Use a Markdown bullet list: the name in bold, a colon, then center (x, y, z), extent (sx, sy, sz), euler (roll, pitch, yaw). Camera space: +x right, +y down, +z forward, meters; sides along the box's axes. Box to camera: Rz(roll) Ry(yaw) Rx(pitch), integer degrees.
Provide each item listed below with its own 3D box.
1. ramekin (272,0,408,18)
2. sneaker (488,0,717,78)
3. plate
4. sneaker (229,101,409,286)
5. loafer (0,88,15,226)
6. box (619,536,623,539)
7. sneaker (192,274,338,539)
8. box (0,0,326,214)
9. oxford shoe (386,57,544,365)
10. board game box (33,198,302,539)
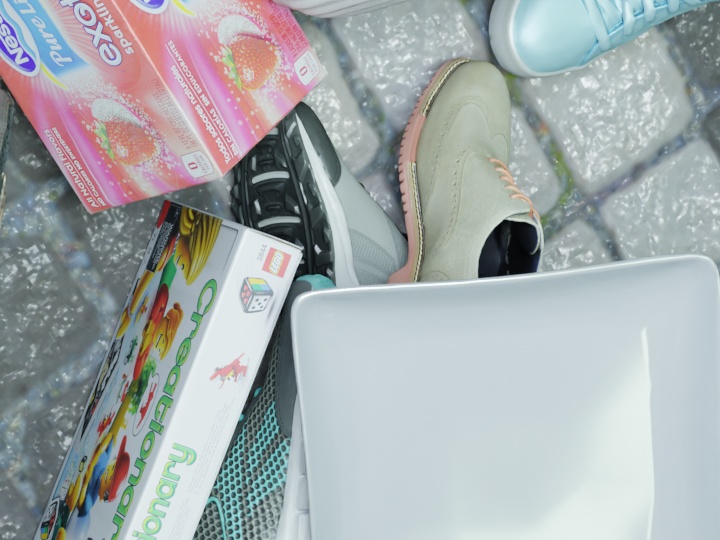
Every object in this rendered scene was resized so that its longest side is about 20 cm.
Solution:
- **ramekin**: center (-0.010, -0.212, 1.156), extent (0.105, 0.200, 0.200), euler (-21, 110, 28)
- **sneaker**: center (0.158, -0.163, 1.285), extent (0.200, 0.082, 0.074), euler (-35, 107, -14)
- **plate**: center (0.071, 0.095, 1.154), extent (0.199, 0.032, 0.200), euler (-6, 102, -7)
- **sneaker**: center (0.000, 0.000, 1.260), extent (0.079, 0.074, 0.201), euler (-37, 110, -34)
- **loafer**: center (-0.206, 0.003, 1.181), extent (0.063, 0.072, 0.201), euler (20, 97, -42)
- **box**: center (0.121, 0.129, 1.271), extent (0.132, 0.114, 0.201), euler (5, 97, -52)
- **sneaker**: center (-0.049, 0.100, 1.190), extent (0.091, 0.078, 0.201), euler (5, 85, 18)
- **box**: center (-0.121, -0.139, 1.154), extent (0.095, 0.102, 0.200), euler (-47, 115, -40)
- **oxford shoe**: center (0.063, -0.025, 1.231), extent (0.071, 0.074, 0.201), euler (35, 48, -39)
- **board game box**: center (-0.097, 0.070, 1.193), extent (0.035, 0.126, 0.201), euler (21, 89, -23)
